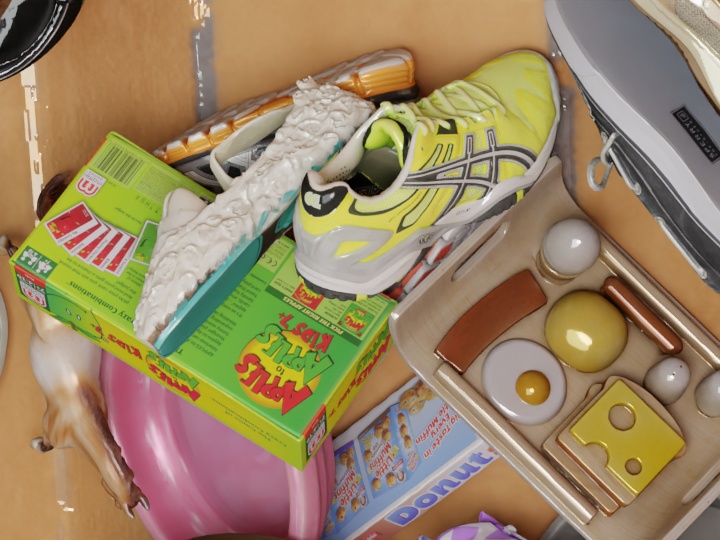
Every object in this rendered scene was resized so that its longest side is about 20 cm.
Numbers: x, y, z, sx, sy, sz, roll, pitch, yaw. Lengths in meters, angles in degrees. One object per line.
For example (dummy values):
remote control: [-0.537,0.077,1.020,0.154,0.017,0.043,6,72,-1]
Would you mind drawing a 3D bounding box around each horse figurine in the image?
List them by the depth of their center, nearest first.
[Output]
horse figurine: [-0.181,0.045,1.782,0.050,0.132,0.201,-10,100,-20]

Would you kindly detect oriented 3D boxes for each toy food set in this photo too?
toy food set: [0.133,0.050,1.629,0.200,0.143,0.060,44,159,6]

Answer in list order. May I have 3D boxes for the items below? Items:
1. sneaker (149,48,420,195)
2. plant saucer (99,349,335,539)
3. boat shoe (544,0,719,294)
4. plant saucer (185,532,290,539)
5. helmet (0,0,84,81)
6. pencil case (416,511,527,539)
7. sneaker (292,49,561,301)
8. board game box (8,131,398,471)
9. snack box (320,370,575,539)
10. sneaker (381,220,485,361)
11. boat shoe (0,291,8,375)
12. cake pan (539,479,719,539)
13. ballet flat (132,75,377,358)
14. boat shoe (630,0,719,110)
sneaker: [-0.049,-0.064,1.715,0.199,0.078,0.077,-18,103,26]
plant saucer: [-0.081,0.099,1.755,0.200,0.051,0.201,27,126,43]
boat shoe: [0.161,-0.075,1.623,0.200,0.074,0.068,50,137,9]
plant saucer: [-0.052,0.216,1.729,0.199,0.030,0.200,9,141,8]
helmet: [-0.254,-0.197,1.699,0.199,0.191,0.201,-5,111,-12]
pencil case: [0.118,0.197,1.641,0.200,0.086,0.084,17,154,47]
sneaker: [0.042,-0.064,1.611,0.075,0.200,0.077,29,146,29]
board game box: [-0.088,0.016,1.657,0.200,0.102,0.048,31,159,14]
snack box: [0.045,0.095,1.727,0.200,0.024,0.072,-39,48,28]
sneaker: [0.000,0.000,1.714,0.082,0.077,0.200,46,117,12]
boat shoe: [-0.267,0.000,1.835,0.071,0.061,0.202,6,108,22]
cake pan: [0.166,0.213,1.668,0.200,0.037,0.201,-21,59,39]
ballet flat: [-0.069,-0.034,1.618,0.072,0.200,0.072,35,153,21]
boat shoe: [0.189,-0.155,1.589,0.065,0.072,0.200,-36,92,19]
